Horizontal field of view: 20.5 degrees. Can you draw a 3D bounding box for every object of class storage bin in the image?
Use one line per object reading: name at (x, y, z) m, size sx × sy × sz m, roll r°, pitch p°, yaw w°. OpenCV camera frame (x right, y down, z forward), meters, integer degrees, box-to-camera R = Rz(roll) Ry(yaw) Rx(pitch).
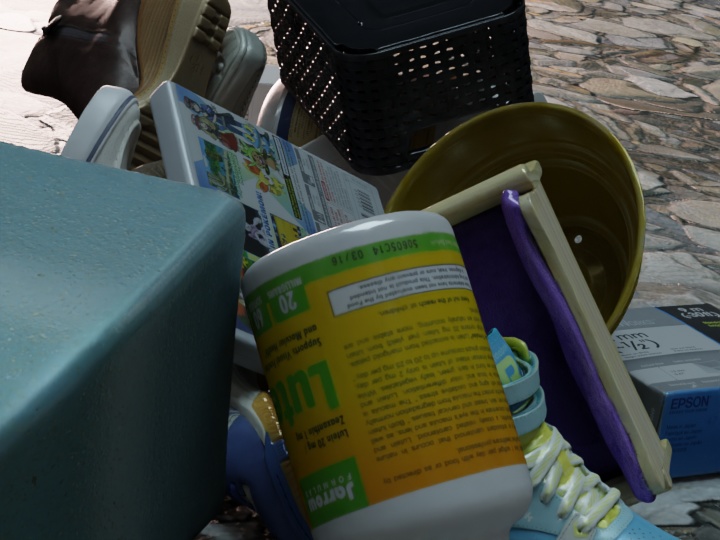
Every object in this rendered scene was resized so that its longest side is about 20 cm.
storage bin at (0.025, -0.160, 1.386) m, size 0.135 × 0.094 × 0.200 m, roll -18°, pitch 33°, yaw -13°

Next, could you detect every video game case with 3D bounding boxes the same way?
video game case at (-0.037, -0.005, 1.180) m, size 0.182 × 0.022 × 0.200 m, roll 26°, pitch 36°, yaw -39°

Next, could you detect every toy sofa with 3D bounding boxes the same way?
toy sofa at (0.098, 0.045, 1.113) m, size 0.083 × 0.200 × 0.098 m, roll -24°, pitch 7°, yaw 15°

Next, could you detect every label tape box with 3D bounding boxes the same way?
label tape box at (0.191, 0.064, 1.318) m, size 0.143 × 0.066 × 0.200 m, roll -3°, pitch 24°, yaw -30°

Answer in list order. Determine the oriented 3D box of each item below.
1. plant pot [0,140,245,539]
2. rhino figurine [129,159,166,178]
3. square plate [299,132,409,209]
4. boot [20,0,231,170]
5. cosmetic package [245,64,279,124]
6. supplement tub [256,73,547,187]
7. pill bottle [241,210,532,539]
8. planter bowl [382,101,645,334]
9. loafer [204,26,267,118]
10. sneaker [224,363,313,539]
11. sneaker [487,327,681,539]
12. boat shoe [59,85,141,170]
plant pot at (-0.187, 0.070, 0.961) m, size 0.196 × 0.196 × 0.200 m, roll 14°, pitch 30°, yaw 13°
rhino figurine at (-0.133, -0.018, 1.245) m, size 0.087 × 0.200 × 0.060 m, roll 44°, pitch -7°, yaw 16°
square plate at (0.000, 0.000, 1.319) m, size 0.198 × 0.028 × 0.200 m, roll 43°, pitch 48°, yaw 18°
boot at (-0.183, -0.118, 1.399) m, size 0.166 × 0.200 × 0.072 m, roll 8°, pitch -24°, yaw 44°
cosmetic package at (-0.026, -0.114, 1.671) m, size 0.199 × 0.102 × 0.074 m, roll 1°, pitch 19°, yaw -20°
supplement tub at (0.034, -0.074, 1.470) m, size 0.199 × 0.145 × 0.144 m, roll 4°, pitch 17°, yaw 19°
pill bottle at (0.020, 0.082, 0.977) m, size 0.111 × 0.200 × 0.111 m, roll -16°, pitch -11°, yaw -3°
planter bowl at (0.107, 0.002, 1.251) m, size 0.200 × 0.201 × 0.083 m, roll 27°, pitch -3°, yaw 41°
loafer at (-0.110, -0.094, 1.443) m, size 0.070 × 0.200 × 0.070 m, roll 12°, pitch 44°, yaw -25°
sneaker at (-0.079, 0.099, 1.112) m, size 0.088 × 0.075 × 0.200 m, roll -37°, pitch 47°, yaw 0°
sneaker at (0.096, 0.104, 1.051) m, size 0.200 × 0.131 × 0.080 m, roll 17°, pitch 27°, yaw 23°
boat shoe at (-0.156, -0.007, 1.178) m, size 0.070 × 0.200 × 0.071 m, roll 18°, pitch -4°, yaw 7°
